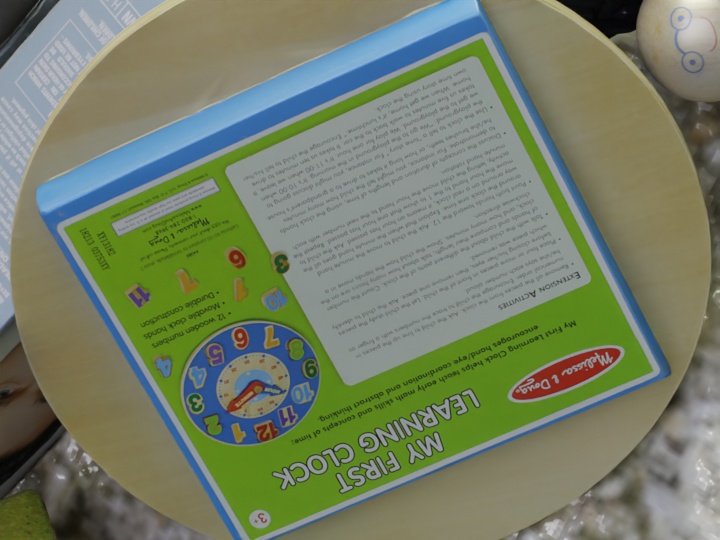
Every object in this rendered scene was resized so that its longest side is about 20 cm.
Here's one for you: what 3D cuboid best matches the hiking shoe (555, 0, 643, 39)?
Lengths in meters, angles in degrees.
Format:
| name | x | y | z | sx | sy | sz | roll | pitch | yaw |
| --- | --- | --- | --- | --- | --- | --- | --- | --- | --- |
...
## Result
| name | x | y | z | sx | sy | sz | roll | pitch | yaw |
| --- | --- | --- | --- | --- | --- | --- | --- | --- | --- |
| hiking shoe | 0.086 | -0.161 | 0.834 | 0.101 | 0.076 | 0.200 | 36 | 98 | 35 |

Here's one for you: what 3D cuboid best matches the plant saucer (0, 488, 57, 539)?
| name | x | y | z | sx | sy | sz | roll | pitch | yaw |
| --- | --- | --- | --- | --- | --- | --- | --- | --- | --- |
| plant saucer | -0.143 | 0.193 | 0.881 | 0.200 | 0.048 | 0.200 | -58 | 33 | 22 |

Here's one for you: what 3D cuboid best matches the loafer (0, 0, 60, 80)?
| name | x | y | z | sx | sy | sz | roll | pitch | yaw |
| --- | --- | --- | --- | --- | --- | --- | --- | --- | --- |
| loafer | -0.107 | -0.117 | 0.891 | 0.072 | 0.073 | 0.200 | 40 | 83 | -19 |

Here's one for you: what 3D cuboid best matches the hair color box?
| name | x | y | z | sx | sy | sz | roll | pitch | yaw |
| --- | --- | --- | --- | --- | --- | --- | --- | --- | --- |
| hair color box | -0.093 | -0.011 | 0.899 | 0.200 | 0.099 | 0.061 | -46 | 71 | 19 |

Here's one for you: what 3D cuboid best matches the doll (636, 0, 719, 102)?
| name | x | y | z | sx | sy | sz | roll | pitch | yaw |
| --- | --- | --- | --- | --- | --- | --- | --- | --- | --- |
| doll | 0.168 | -0.091 | 0.783 | 0.200 | 0.048 | 0.137 | -17 | 103 | 23 |

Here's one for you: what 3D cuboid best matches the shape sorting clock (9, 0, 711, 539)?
| name | x | y | z | sx | sy | sz | roll | pitch | yaw |
| --- | --- | --- | --- | --- | --- | --- | --- | --- | --- |
| shape sorting clock | 0.000 | 0.000 | 0.833 | 0.200 | 0.039 | 0.200 | 0 | 116 | 1 |
